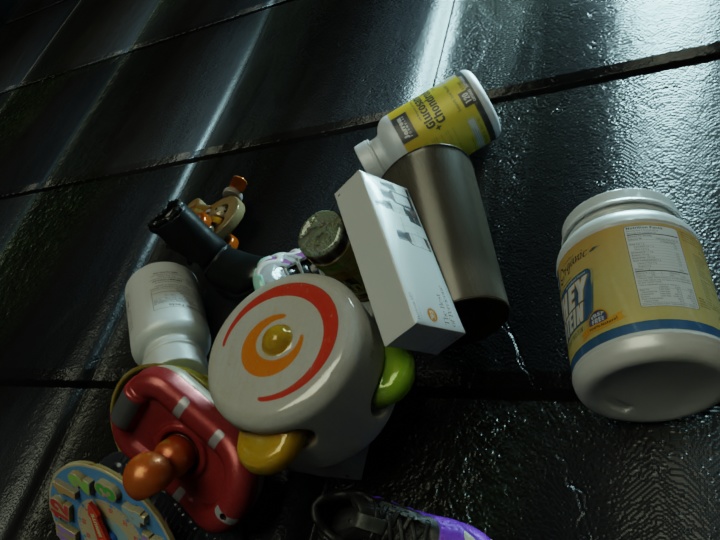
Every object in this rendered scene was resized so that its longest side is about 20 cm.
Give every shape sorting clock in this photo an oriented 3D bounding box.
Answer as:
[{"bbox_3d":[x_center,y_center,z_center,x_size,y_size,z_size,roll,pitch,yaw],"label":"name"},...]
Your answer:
[{"bbox_3d":[-0.288,0.309,0.794,0.199,0.201,0.039,0,20,33],"label":"shape sorting clock"}]

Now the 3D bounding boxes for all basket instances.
[{"bbox_3d":[0.100,-0.018,0.840,0.135,0.181,0.201,-4,56,-12],"label":"basket"}]

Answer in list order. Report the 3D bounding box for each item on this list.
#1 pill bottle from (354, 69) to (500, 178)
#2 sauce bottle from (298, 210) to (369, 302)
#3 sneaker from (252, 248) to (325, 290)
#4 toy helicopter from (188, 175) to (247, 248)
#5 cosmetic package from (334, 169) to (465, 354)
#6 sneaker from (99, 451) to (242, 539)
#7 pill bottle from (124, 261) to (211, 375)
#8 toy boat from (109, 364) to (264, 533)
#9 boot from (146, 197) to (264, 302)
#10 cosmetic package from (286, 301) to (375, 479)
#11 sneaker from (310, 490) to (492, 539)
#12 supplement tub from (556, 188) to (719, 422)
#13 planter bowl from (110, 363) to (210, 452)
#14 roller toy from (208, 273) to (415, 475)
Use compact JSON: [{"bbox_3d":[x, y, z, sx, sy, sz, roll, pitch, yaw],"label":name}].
[{"bbox_3d":[0.096,-0.197,1.008,0.199,0.112,0.112,-30,44,8],"label":"pill bottle"},{"bbox_3d":[0.000,0.000,0.842,0.064,0.200,0.065,-15,57,25],"label":"sauce bottle"},{"bbox_3d":[-0.043,-0.014,0.897,0.139,0.078,0.200,-24,4,28],"label":"sneaker"},{"bbox_3d":[-0.256,-0.103,1.187,0.200,0.079,0.133,19,73,55],"label":"toy helicopter"},{"bbox_3d":[0.040,-0.011,0.742,0.051,0.082,0.201,-42,53,34],"label":"cosmetic package"},{"bbox_3d":[-0.230,0.295,0.837,0.199,0.082,0.070,28,47,14],"label":"sneaker"},{"bbox_3d":[-0.282,0.090,1.012,0.114,0.114,0.200,-32,44,5],"label":"pill bottle"},{"bbox_3d":[-0.205,0.207,0.749,0.200,0.131,0.131,38,115,9],"label":"toy boat"},{"bbox_3d":[-0.219,-0.034,1.005,0.073,0.163,0.198,-51,25,-23],"label":"boot"},{"bbox_3d":[-0.037,0.142,0.836,0.112,0.081,0.201,-4,52,27],"label":"cosmetic package"},{"bbox_3d":[0.032,0.264,0.678,0.199,0.100,0.070,1,58,34],"label":"sneaker"},{"bbox_3d":[0.274,0.032,0.682,0.144,0.145,0.201,-14,48,22],"label":"supplement tub"},{"bbox_3d":[-0.212,0.195,0.872,0.199,0.201,0.083,-10,12,25],"label":"planter bowl"},{"bbox_3d":[-0.063,0.104,0.729,0.200,0.140,0.182,-41,46,-5],"label":"roller toy"}]
